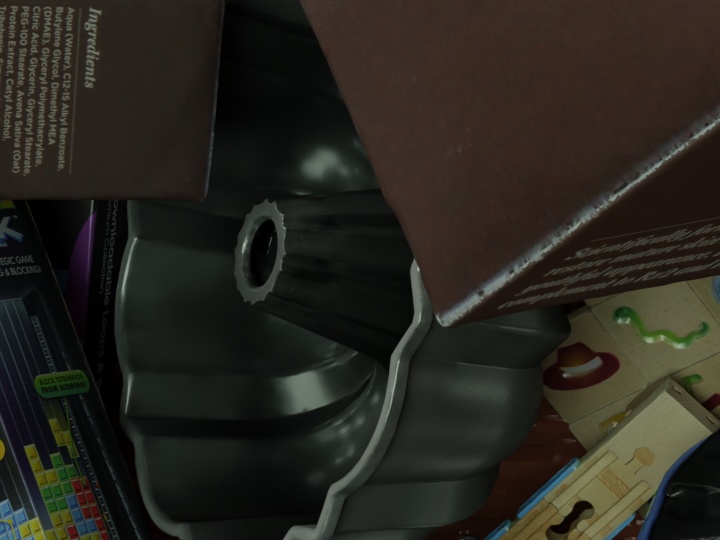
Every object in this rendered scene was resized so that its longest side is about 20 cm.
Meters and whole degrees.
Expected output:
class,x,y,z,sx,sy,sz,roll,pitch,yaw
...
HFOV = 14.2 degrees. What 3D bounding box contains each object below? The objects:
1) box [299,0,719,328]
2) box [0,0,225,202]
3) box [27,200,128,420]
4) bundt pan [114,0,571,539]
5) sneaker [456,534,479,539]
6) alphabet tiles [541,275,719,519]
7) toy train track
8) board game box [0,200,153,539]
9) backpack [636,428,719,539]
class,x,y,z,sx,sy,sz,roll,pitch,yaw
box,0.084,-0.117,0.755,0.164,0.166,0.201,-38,69,44
box,-0.151,-0.068,0.895,0.199,0.100,0.075,-1,108,-17
box,-0.155,0.008,1.020,0.142,0.036,0.201,9,97,17
bundt pan,0.000,0.000,0.905,0.202,0.076,0.203,-26,59,55
sneaker,0.039,0.145,0.908,0.199,0.078,0.140,2,114,-11
alphabet tiles,0.152,0.021,0.892,0.200,0.008,0.167,-28,113,31
toy train track,0.044,0.101,0.955,0.115,0.033,0.200,41,119,-7
board game box,-0.172,0.078,0.964,0.200,0.057,0.166,-28,81,31
backpack,0.166,0.144,0.848,0.199,0.183,0.147,18,117,13
